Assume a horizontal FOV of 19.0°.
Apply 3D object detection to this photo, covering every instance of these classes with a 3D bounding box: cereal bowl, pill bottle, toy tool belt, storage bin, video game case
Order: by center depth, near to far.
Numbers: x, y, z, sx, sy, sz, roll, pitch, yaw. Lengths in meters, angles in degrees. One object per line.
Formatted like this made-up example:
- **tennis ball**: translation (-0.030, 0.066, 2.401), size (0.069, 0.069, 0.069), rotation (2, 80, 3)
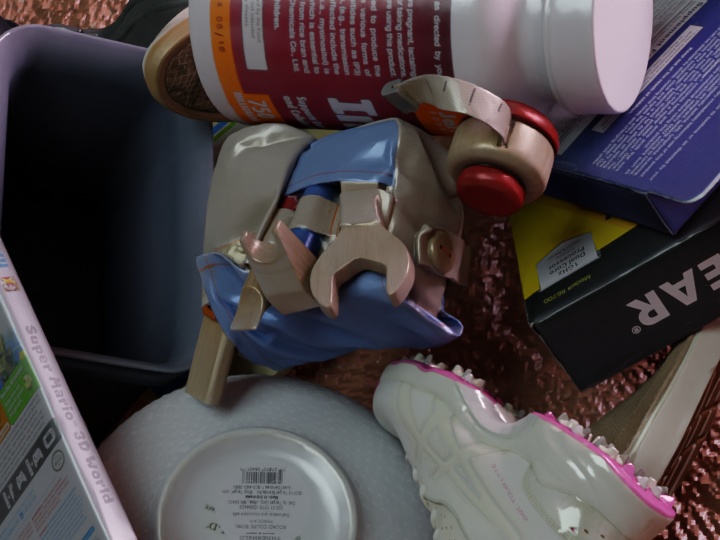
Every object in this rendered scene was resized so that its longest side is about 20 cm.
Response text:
- **toy tool belt**: translation (0.000, 0.000, 0.987), size (0.199, 0.125, 0.124), rotation (-13, 50, 45)
- **pill bottle**: translation (0.029, -0.120, 1.007), size (0.198, 0.113, 0.114), rotation (5, 68, 25)
- **cereal bowl**: translation (-0.050, 0.135, 1.020), size (0.198, 0.084, 0.202), rotation (1, 62, -1)
- **video game case**: translation (-0.176, 0.088, 1.024), size (0.143, 0.018, 0.201), rotation (-51, 57, 40)
- **storage bin**: translation (-0.150, -0.006, 1.157), size (0.134, 0.144, 0.201), rotation (128, 146, -50)

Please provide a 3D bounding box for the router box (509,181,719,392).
- **router box**: translation (0.168, -0.045, 1.017), size (0.199, 0.051, 0.150), rotation (-31, 28, 15)

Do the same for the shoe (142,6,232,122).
- **shoe**: translation (-0.041, -0.132, 1.178), size (0.199, 0.070, 0.053), rotation (-22, 34, -34)

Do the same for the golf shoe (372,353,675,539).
- **golf shoe**: translation (0.051, 0.097, 0.956), size (0.092, 0.075, 0.200), rotation (-59, 30, -5)

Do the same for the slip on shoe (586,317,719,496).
- **slip on shoe**: translation (0.108, 0.101, 0.998), size (0.060, 0.076, 0.201), rotation (29, 90, 18)

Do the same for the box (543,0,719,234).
- **box**: translation (0.139, -0.079, 1.008), size (0.121, 0.032, 0.200), rotation (-46, 27, -12)

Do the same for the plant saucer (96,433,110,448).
- **plant saucer**: translation (-0.234, 0.177, 1.201), size (0.199, 0.048, 0.202), rotation (-19, 57, 25)

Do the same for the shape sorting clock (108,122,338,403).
- **shape sorting clock**: translation (-0.072, -0.016, 1.202), size (0.199, 0.039, 0.202), rotation (-23, 53, 34)

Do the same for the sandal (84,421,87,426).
- **sandal**: translation (-0.208, 0.114, 1.118), size (0.199, 0.054, 0.081), rotation (-12, 59, 50)

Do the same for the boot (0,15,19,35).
- **boot**: translation (-0.285, -0.102, 1.306), size (0.076, 0.168, 0.202), rotation (1, 67, 33)

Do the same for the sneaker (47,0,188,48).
- **sneaker**: translation (-0.133, -0.110, 1.283), size (0.199, 0.076, 0.092), rotation (-15, 67, 35)
